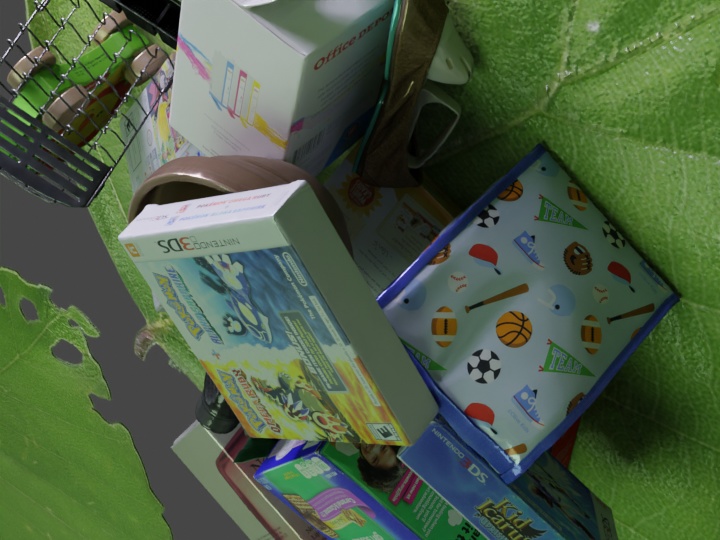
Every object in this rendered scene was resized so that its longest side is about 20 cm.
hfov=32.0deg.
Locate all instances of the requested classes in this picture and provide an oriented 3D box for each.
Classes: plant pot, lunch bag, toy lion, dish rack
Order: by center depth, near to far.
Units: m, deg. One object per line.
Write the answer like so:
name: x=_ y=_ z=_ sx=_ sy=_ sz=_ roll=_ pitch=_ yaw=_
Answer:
lunch bag: x=0.110 y=0.037 z=0.945 sx=0.170 sy=0.200 sz=0.124 roll=45 pitch=146 yaw=2
plant pot: x=-0.075 y=-0.018 z=0.972 sx=0.199 sy=0.093 sz=0.202 roll=23 pitch=141 yaw=20
dish rack: x=-0.242 y=-0.162 z=1.060 sx=0.152 sy=0.201 sz=0.055 roll=32 pitch=171 yaw=2
toy lion: x=-0.284 y=-0.154 z=1.213 sx=0.069 sy=0.200 sz=0.192 roll=45 pitch=127 yaw=-1

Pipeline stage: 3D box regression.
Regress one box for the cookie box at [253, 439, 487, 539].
cookie box: x=0.026 y=0.200 z=1.057 sx=0.199 sy=0.076 sz=0.171 roll=40 pitch=154 yaw=-7

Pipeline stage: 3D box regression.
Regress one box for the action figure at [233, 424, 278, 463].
action figure: x=-0.010 y=0.145 z=1.177 sx=0.197 sy=0.119 sz=0.055 roll=3 pitch=123 yaw=12

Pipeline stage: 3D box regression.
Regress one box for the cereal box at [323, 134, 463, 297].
cereal box: x=0.000 y=0.000 z=1.087 sx=0.144 sy=0.039 sz=0.200 roll=45 pitch=113 yaw=5

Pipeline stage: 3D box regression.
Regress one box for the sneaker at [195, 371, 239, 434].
sneaker: x=-0.107 y=0.072 z=1.158 sx=0.059 sy=0.201 sz=0.105 roll=21 pitch=126 yaw=-7

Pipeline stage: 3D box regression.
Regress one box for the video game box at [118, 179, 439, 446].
video game box: x=-0.061 y=0.036 z=0.898 sx=0.181 sy=0.047 sz=0.201 roll=-3 pitch=125 yaw=48

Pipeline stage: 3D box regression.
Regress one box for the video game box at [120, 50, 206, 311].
video game box: x=-0.158 y=-0.088 z=1.160 sx=0.182 sy=0.046 sz=0.203 roll=-36 pitch=63 yaw=55

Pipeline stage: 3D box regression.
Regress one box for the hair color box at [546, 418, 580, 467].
hair color box: x=0.142 y=0.134 z=1.128 sx=0.101 sy=0.061 sz=0.201 roll=31 pitch=143 yaw=23

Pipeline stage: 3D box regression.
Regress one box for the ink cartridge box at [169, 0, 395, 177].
ink cartridge box: x=-0.059 y=-0.178 z=0.987 sx=0.125 sy=0.128 sz=0.201 roll=38 pitch=144 yaw=15

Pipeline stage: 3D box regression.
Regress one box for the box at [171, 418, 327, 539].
box: x=-0.094 y=0.220 z=1.418 sx=0.200 sy=0.128 sz=0.109 roll=49 pitch=146 yaw=-1

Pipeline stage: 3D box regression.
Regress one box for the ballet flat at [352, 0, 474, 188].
ballet flat: x=0.046 y=-0.141 z=0.963 sx=0.071 sy=0.068 sz=0.202 roll=17 pitch=130 yaw=3

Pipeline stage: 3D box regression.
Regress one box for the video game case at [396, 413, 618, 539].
video game case: x=0.122 y=0.169 z=0.991 sx=0.200 sy=0.046 sz=0.181 roll=43 pitch=-169 yaw=-3
